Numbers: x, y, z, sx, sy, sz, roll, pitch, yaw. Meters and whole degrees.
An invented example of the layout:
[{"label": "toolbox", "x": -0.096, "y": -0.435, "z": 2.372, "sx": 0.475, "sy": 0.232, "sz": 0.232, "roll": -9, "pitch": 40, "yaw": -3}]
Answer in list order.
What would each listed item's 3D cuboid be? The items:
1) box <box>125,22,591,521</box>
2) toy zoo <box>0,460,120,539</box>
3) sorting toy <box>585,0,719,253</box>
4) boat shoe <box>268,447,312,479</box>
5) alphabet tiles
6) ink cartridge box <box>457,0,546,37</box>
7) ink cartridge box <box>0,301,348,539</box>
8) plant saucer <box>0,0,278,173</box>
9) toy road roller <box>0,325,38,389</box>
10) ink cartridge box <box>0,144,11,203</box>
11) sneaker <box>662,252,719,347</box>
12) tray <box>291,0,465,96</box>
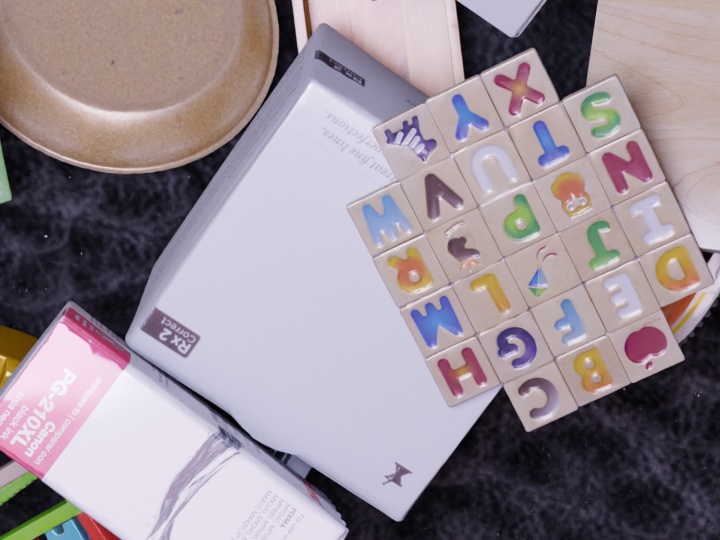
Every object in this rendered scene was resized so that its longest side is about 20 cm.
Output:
[{"label": "box", "x": 0.000, "y": 0.000, "z": 1.353, "sx": 0.198, "sy": 0.131, "sz": 0.200, "roll": 33, "pitch": 109, "yaw": -10}, {"label": "toy zoo", "x": -0.184, "y": 0.215, "z": 1.428, "sx": 0.131, "sy": 0.020, "sz": 0.201, "roll": -31, "pitch": 95, "yaw": 26}, {"label": "sorting toy", "x": 0.233, "y": -0.104, "z": 1.310, "sx": 0.199, "sy": 0.070, "sz": 0.200, "roll": 8, "pitch": 86, "yaw": 14}, {"label": "boat shoe", "x": -0.120, "y": 0.167, "z": 1.443, "sx": 0.091, "sy": 0.071, "sz": 0.200, "roll": 41, "pitch": 101, "yaw": -2}, {"label": "alphabet tiles", "x": 0.094, "y": -0.014, "z": 1.272, "sx": 0.166, "sy": 0.006, "sz": 0.201, "roll": -25, "pitch": 107, "yaw": 9}, {"label": "ink cartridge box", "x": 0.084, "y": -0.256, "z": 1.299, "sx": 0.146, "sy": 0.084, "sz": 0.200, "roll": 34, "pitch": 64, "yaw": -2}, {"label": "ink cartridge box", "x": -0.113, "y": 0.112, "z": 1.320, "sx": 0.200, "sy": 0.145, "sz": 0.084, "roll": 38, "pitch": 89, "yaw": -6}, {"label": "plant saucer", "x": -0.146, "y": -0.153, "z": 1.381, "sx": 0.199, "sy": 0.036, "sz": 0.201, "roll": 3, "pitch": 124, "yaw": 4}, {"label": "toy road roller", "x": -0.281, "y": 0.084, "z": 1.419, "sx": 0.145, "sy": 0.123, "sz": 0.201, "roll": 20, "pitch": 100, "yaw": -11}, {"label": "ink cartridge box", "x": -0.280, "y": -0.134, "z": 1.365, "sx": 0.067, "sy": 0.117, "sz": 0.201, "roll": -22, "pitch": 111, "yaw": -37}, {"label": "sneaker", "x": 0.197, "y": -0.052, "z": 1.373, "sx": 0.090, "sy": 0.070, "sz": 0.201, "roll": 25, "pitch": 103, "yaw": -18}, {"label": "tray", "x": 0.007, "y": -0.182, "z": 1.392, "sx": 0.098, "sy": 0.037, "sz": 0.201, "roll": -6, "pitch": 98, "yaw": 5}]
